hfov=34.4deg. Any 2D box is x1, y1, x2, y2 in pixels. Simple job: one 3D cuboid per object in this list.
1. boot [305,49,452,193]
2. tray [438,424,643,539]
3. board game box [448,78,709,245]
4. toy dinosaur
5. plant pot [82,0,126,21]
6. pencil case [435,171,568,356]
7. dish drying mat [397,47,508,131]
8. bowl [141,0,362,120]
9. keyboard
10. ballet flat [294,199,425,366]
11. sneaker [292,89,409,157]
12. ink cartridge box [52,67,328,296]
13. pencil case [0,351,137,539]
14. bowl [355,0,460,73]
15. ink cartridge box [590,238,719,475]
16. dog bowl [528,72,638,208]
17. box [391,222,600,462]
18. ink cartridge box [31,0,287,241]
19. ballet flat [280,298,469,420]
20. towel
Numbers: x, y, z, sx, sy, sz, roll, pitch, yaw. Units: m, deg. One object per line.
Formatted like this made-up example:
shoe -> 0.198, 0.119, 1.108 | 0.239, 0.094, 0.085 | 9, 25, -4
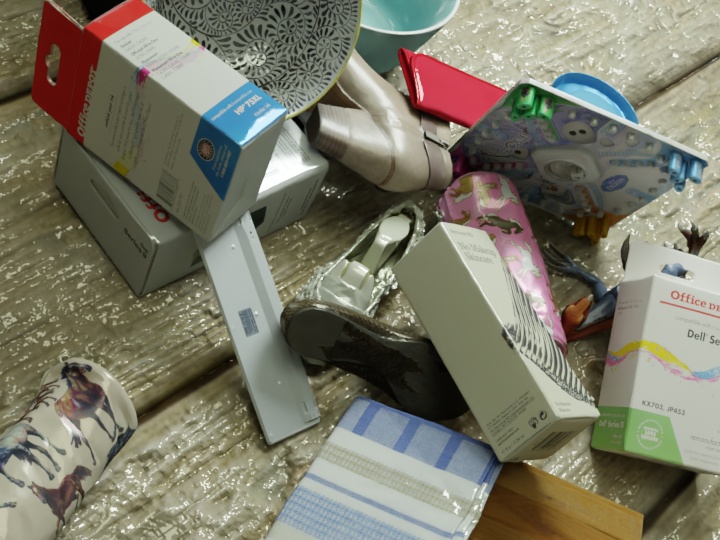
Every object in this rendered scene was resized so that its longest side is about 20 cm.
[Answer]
boot -> 0.016, -0.159, 1.113 | 0.145, 0.070, 0.202 | 14, 54, -25
tray -> 0.139, 0.214, 0.977 | 0.198, 0.037, 0.099 | 23, 49, -5
board game box -> 0.198, -0.096, 1.126 | 0.198, 0.200, 0.026 | 21, 67, -13
toy dinosaur -> 0.277, 0.029, 1.148 | 0.200, 0.105, 0.181 | 45, 68, 0
plant pot -> -0.176, -0.310, 1.140 | 0.198, 0.200, 0.180 | -2, 68, -25
pencil case -> 0.132, 0.005, 1.102 | 0.083, 0.086, 0.202 | 40, 29, -53
dish drying mat -> 0.123, -0.164, 1.160 | 0.198, 0.018, 0.078 | 16, 48, -36
bowl -> -0.106, -0.236, 1.022 | 0.198, 0.203, 0.094 | -3, 28, -25
keyboard -> -0.088, 0.041, 0.971 | 0.056, 0.011, 0.202 | -19, 89, -31
ballet flat -> 0.000, 0.000, 1.059 | 0.071, 0.072, 0.200 | 35, 50, 5
sneaker -> -0.017, -0.148, 1.172 | 0.198, 0.075, 0.088 | 19, 67, -6
ink cartridge box -> -0.153, -0.088, 1.044 | 0.199, 0.084, 0.146 | -28, 70, -37
pencil case -> -0.242, 0.150, 0.830 | 0.089, 0.078, 0.201 | 42, 49, -8
bowl -> -0.003, -0.288, 1.247 | 0.198, 0.105, 0.203 | 12, 51, -16
ink cartridge box -> 0.293, 0.076, 1.069 | 0.116, 0.067, 0.203 | 14, 81, -13
dog bowl -> 0.226, -0.140, 1.273 | 0.111, 0.050, 0.200 | 39, 50, 8
box -> 0.112, 0.059, 0.987 | 0.082, 0.068, 0.201 | 7, 47, -52
ink cartridge box -> -0.166, -0.132, 0.934 | 0.199, 0.117, 0.067 | 38, 48, 9
ballet flat -> 0.016, 0.073, 1.001 | 0.198, 0.068, 0.046 | 24, 9, -25
towel -> 0.015, 0.195, 0.915 | 0.145, 0.024, 0.201 | 19, 49, 19
